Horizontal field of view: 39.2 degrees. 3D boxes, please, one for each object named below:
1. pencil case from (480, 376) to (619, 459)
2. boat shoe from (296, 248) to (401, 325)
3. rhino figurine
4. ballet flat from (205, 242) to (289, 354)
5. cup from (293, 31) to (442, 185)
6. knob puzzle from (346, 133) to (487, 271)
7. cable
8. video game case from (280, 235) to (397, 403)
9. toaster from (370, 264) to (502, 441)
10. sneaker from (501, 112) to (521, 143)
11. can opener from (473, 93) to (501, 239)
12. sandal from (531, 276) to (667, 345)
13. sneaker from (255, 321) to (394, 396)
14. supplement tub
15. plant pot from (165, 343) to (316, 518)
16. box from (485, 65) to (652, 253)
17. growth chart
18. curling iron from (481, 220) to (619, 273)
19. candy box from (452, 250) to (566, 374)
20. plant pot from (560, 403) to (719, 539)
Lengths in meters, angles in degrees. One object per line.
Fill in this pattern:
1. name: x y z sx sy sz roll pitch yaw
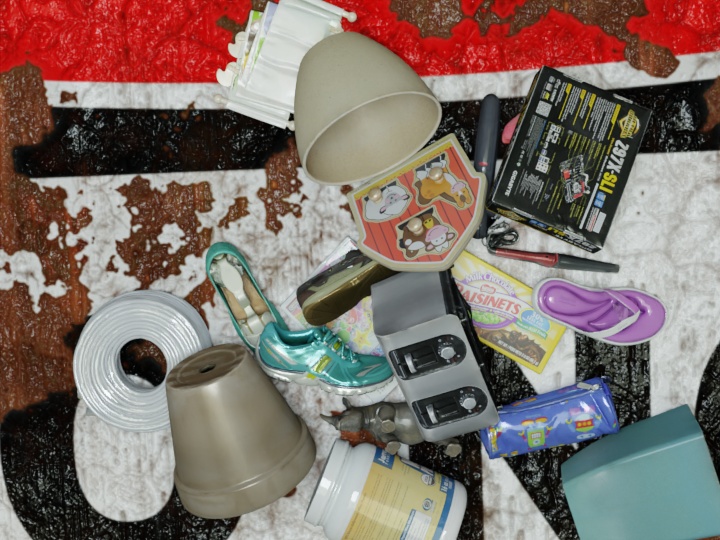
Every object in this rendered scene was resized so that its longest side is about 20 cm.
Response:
1. pencil case: 0.264 0.206 1.416 0.198 0.078 0.088 -14 125 4
2. boat shoe: 0.000 0.000 1.395 0.198 0.074 0.065 -28 55 -9
3. rhino figurine: 0.040 0.215 1.417 0.197 0.088 0.061 6 107 -5
4. ballet flat: -0.161 0.052 1.426 0.067 0.070 0.201 -31 94 3
5. cup: -0.009 -0.229 1.345 0.199 0.200 0.144 -26 68 5
6. knob puzzle: 0.079 -0.081 1.351 0.217 0.031 0.222 -14 53 19
7. cable: -0.310 0.130 1.442 0.197 0.069 0.203 8 96 2
8. video game case: 0.003 0.072 1.446 0.200 0.018 0.143 45 96 -3
9. toaster: 0.098 0.095 1.335 0.117 0.201 0.182 -20 117 9
10. sneaker: 0.264 -0.131 1.379 0.086 0.074 0.201 -33 85 -8
11. can opener: 0.168 -0.142 1.392 0.078 0.063 0.203 10 97 2
12. sandal: 0.335 0.059 1.396 0.200 0.050 0.084 8 89 -9
13. sneaker: -0.047 0.120 1.395 0.197 0.078 0.081 10 112 -4
14. supplement tub: 0.034 0.329 1.408 0.198 0.145 0.146 23 97 0
15. plant pot: -0.177 0.202 1.358 0.198 0.200 0.175 -16 112 5
16. box: 0.271 -0.145 1.320 0.158 0.049 0.202 22 82 -3
17. growth chart: -0.112 -0.300 1.412 0.144 0.018 0.202 28 97 0
18. curling iron: 0.268 -0.025 1.417 0.198 0.026 0.050 16 100 1
19. candy box: 0.192 0.054 1.431 0.199 0.026 0.103 29 94 -1
20. plant pot: 0.385 0.297 1.395 0.198 0.141 0.143 -19 95 12
